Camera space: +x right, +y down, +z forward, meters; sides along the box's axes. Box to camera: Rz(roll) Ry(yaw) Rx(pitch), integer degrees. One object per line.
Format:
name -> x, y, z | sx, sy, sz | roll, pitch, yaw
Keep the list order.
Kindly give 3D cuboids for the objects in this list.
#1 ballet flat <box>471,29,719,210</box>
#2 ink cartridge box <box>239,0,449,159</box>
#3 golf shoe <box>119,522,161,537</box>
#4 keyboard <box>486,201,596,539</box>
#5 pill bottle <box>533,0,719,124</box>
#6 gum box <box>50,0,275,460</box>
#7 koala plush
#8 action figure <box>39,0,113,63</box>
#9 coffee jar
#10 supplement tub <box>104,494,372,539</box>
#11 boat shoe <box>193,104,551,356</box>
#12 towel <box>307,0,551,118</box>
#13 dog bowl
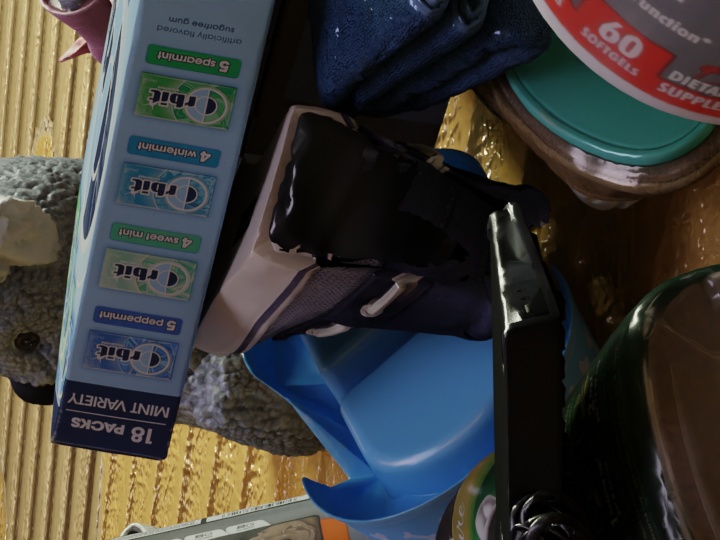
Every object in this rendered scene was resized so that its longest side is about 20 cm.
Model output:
ballet flat -> 0.063, -0.062, 0.882 | 0.200, 0.068, 0.072 | 43, 161, 47
ink cartridge box -> 0.002, -0.156, 1.021 | 0.165, 0.075, 0.201 | -111, 34, -59
golf shoe -> -0.055, 0.135, 1.156 | 0.097, 0.078, 0.200 | 54, -160, -2
keyboard -> 0.055, 0.091, 0.720 | 0.104, 0.039, 0.201 | -92, -1, -62
pill bottle -> 0.113, -0.119, 0.624 | 0.200, 0.115, 0.116 | 128, 139, -66
gum box -> -0.065, -0.067, 0.947 | 0.170, 0.044, 0.200 | -91, 13, -52
koala plush -> -0.124, -0.007, 1.307 | 0.177, 0.199, 0.185 | -176, 85, -74
action figure -> -0.070, -0.130, 1.276 | 0.149, 0.134, 0.200 | 59, 139, 9
coffee jar -> 0.086, 0.077, 0.782 | 0.200, 0.085, 0.105 | 128, 131, -65
supplement tub -> -0.046, 0.149, 1.005 | 0.123, 0.199, 0.123 | -14, -90, -90
boat shoe -> 0.000, 0.000, 0.933 | 0.200, 0.092, 0.075 | 151, 136, -79
towel -> 0.008, -0.152, 0.848 | 0.112, 0.048, 0.201 | 154, 113, -63
dog bowl -> 0.026, 0.033, 0.968 | 0.111, 0.050, 0.200 | -41, 30, 5
